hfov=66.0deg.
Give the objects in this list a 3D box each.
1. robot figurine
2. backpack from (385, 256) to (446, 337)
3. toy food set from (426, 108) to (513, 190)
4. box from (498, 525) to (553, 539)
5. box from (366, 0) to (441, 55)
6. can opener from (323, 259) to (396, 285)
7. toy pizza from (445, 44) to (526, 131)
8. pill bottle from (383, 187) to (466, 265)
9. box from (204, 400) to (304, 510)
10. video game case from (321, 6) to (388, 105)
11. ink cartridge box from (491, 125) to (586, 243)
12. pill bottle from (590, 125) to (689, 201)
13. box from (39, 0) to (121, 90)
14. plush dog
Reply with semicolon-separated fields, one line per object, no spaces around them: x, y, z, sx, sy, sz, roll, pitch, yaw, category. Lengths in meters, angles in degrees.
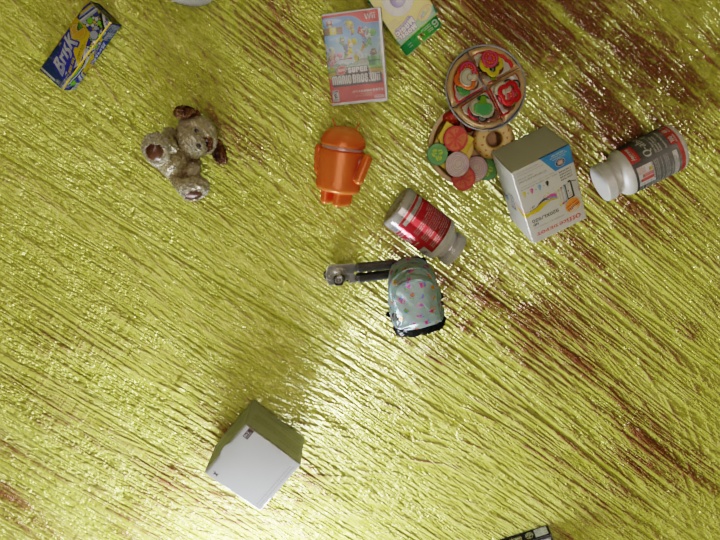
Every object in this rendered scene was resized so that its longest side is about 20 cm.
-0.046;-0.259;1.343;0.114;0.144;0.205;2;107;-19;robot figurine
0.143;0.068;1.423;0.163;0.127;0.204;-14;121;-2;backpack
0.264;-0.305;1.367;0.197;0.049;0.201;27;105;-8;toy food set
0.515;0.897;1.723;0.196;0.049;0.164;-21;104;6;box
0.091;-0.615;1.276;0.117;0.049;0.201;-37;105;11;box
0.000;0.000;1.459;0.195;0.067;0.055;-6;107;-13;can opener
0.298;-0.435;1.312;0.195;0.032;0.206;0;91;-2;toy pizza
0.165;-0.105;1.391;0.198;0.113;0.113;35;103;-10;pill bottle
-0.294;0.519;1.563;0.199;0.131;0.200;39;103;-11;box
-0.011;-0.499;1.301;0.139;0.018;0.205;-2;112;12;video game case
0.426;-0.204;1.325;0.145;0.146;0.202;-25;121;6;ink cartridge box
0.676;-0.257;1.349;0.197;0.116;0.118;-27;105;7;pill bottle
-0.650;-0.520;1.289;0.070;0.064;0.200;41;102;-12;box
-0.418;-0.298;1.336;0.171;0.161;0.201;-41;132;-3;plush dog
